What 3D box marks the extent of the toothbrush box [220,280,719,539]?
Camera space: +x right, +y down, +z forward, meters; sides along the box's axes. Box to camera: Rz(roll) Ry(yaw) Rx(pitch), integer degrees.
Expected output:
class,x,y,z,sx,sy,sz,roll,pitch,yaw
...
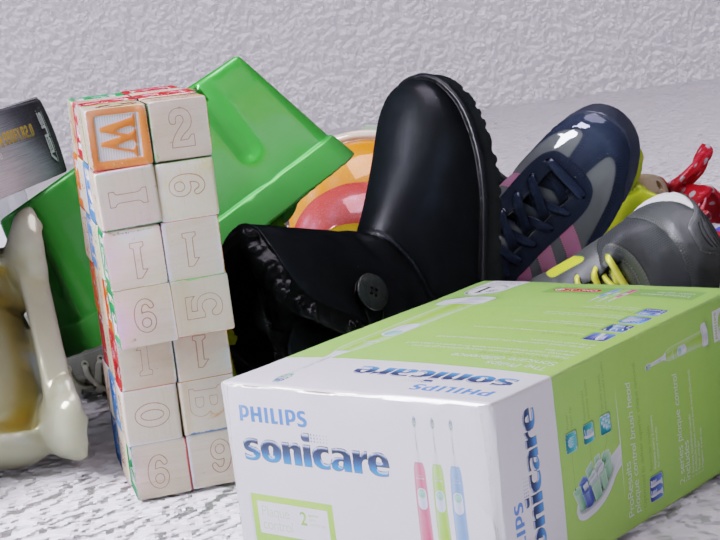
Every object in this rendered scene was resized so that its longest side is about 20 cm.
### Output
class,x,y,z,sx,sy,sz,roll,pitch,yaw
toothbrush box,0.060,0.067,0.727,0.145,0.087,0.200,1,12,39

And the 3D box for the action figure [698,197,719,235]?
class,x,y,z,sx,sy,sz,roll,pitch,yaw
action figure,0.280,-0.024,1.239,0.199,0.052,0.065,-17,17,-37

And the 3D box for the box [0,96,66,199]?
class,x,y,z,sx,sy,sz,roll,pitch,yaw
box,-0.281,-0.032,0.889,0.199,0.049,0.158,-20,7,15

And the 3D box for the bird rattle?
class,x,y,z,sx,sy,sz,roll,pitch,yaw
bird rattle,0.208,-0.057,1.345,0.163,0.113,0.200,-21,-2,33

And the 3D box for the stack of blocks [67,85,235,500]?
class,x,y,z,sx,sy,sz,roll,pitch,yaw
stack of blocks,-0.104,0.010,0.835,0.058,0.201,0.115,-9,11,-14

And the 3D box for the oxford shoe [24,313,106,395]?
class,x,y,z,sx,sy,sz,roll,pitch,yaw
oxford shoe,-0.163,0.056,1.068,0.199,0.075,0.058,6,55,22

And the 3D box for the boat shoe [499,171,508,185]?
class,x,y,z,sx,sy,sz,roll,pitch,yaw
boat shoe,0.114,-0.025,1.079,0.199,0.068,0.072,29,26,6

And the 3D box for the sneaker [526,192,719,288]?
class,x,y,z,sx,sy,sz,roll,pitch,yaw
sneaker,0.134,0.023,0.920,0.084,0.075,0.200,-26,-9,-28

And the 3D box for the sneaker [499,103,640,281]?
class,x,y,z,sx,sy,sz,roll,pitch,yaw
sneaker,0.096,-0.016,1.004,0.070,0.200,0.082,42,25,12

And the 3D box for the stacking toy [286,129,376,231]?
class,x,y,z,sx,sy,sz,roll,pitch,yaw
stacking toy,0.000,0.000,1.126,0.145,0.147,0.200,-5,25,10

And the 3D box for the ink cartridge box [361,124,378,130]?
class,x,y,z,sx,sy,sz,roll,pitch,yaw
ink cartridge box,0.056,-0.067,1.313,0.145,0.048,0.200,26,1,-12

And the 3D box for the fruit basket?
class,x,y,z,sx,sy,sz,roll,pitch,yaw
fruit basket,-0.087,0.000,0.980,0.215,0.217,0.155,-11,-1,-24

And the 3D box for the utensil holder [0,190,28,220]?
class,x,y,z,sx,sy,sz,roll,pitch,yaw
utensil holder,-0.422,-0.032,1.445,0.169,0.171,0.200,0,15,38

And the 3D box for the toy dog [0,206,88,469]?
class,x,y,z,sx,sy,sz,roll,pitch,yaw
toy dog,-0.270,0.056,0.898,0.199,0.140,0.194,-10,-3,-20

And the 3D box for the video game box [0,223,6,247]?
class,x,y,z,sx,sy,sz,roll,pitch,yaw
video game box,-0.268,0.019,1.166,0.199,0.047,0.182,-12,-19,-31

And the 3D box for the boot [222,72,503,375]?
class,x,y,z,sx,sy,sz,roll,pitch,yaw
boot,-0.002,-0.020,0.900,0.168,0.201,0.076,2,-13,-41
